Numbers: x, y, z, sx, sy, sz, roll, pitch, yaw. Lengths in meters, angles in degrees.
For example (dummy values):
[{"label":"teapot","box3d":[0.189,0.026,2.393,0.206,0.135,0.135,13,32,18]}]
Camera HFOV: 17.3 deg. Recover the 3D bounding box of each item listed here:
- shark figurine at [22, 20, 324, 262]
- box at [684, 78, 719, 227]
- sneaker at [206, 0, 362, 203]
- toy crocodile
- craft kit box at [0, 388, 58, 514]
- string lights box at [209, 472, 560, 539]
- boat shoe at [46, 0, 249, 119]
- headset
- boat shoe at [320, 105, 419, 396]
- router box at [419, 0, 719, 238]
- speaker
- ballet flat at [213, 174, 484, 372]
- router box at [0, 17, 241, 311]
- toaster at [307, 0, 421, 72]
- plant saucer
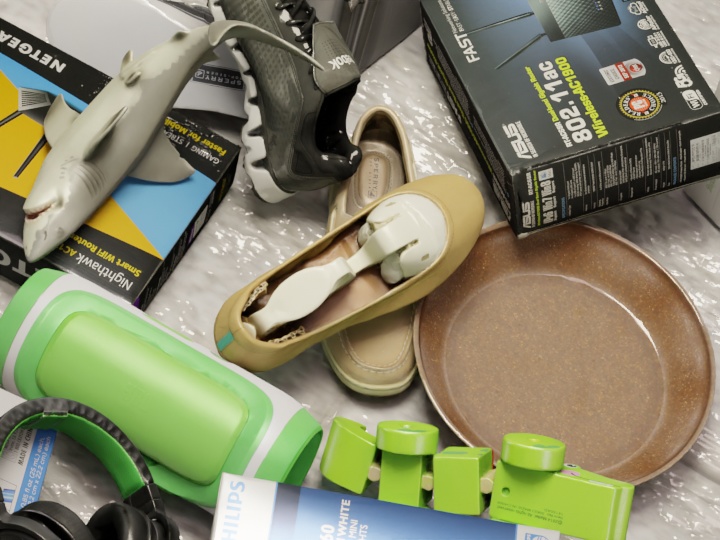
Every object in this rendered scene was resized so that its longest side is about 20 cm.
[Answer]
[{"label":"shark figurine","box3d":[-0.122,-0.094,1.480,0.089,0.214,0.128,40,18,-28]},{"label":"box","box3d":[0.352,-0.085,1.557,0.171,0.200,0.200,-33,65,-26]},{"label":"sneaker","box3d":[-0.041,-0.143,1.520,0.090,0.201,0.066,-1,17,34]},{"label":"toy crocodile","box3d":[0.068,0.127,1.428,0.199,0.068,0.062,7,9,18]},{"label":"craft kit box","box3d":[-0.284,0.136,1.334,0.197,0.048,0.201,30,57,-28]},{"label":"string lights box","box3d":[0.008,0.182,1.380,0.198,0.103,0.059,11,57,-3]},{"label":"boat shoe","box3d":[-0.112,-0.149,1.603,0.199,0.072,0.068,11,20,-3]},{"label":"headset","box3d":[-0.167,0.174,1.355,0.123,0.094,0.201,5,58,-44]},{"label":"boat shoe","box3d":[0.009,-0.015,1.533,0.072,0.065,0.201,5,56,-6]},{"label":"router box","box3d":[0.139,-0.125,1.588,0.149,0.062,0.201,-17,46,-7]},{"label":"speaker","box3d":[-0.125,0.078,1.438,0.199,0.089,0.089,29,57,10]},{"label":"ballet flat","box3d":[0.000,0.000,1.461,0.199,0.063,0.069,-34,83,-15]},{"label":"router box","box3d":[-0.199,-0.063,1.536,0.199,0.051,0.150,28,57,7]},{"label":"toaster","box3d":[-0.014,-0.252,1.653,0.181,0.119,0.200,39,59,17]},{"label":"plant saucer","box3d":[0.128,0.059,1.518,0.199,0.037,0.202,6,58,-9]}]
